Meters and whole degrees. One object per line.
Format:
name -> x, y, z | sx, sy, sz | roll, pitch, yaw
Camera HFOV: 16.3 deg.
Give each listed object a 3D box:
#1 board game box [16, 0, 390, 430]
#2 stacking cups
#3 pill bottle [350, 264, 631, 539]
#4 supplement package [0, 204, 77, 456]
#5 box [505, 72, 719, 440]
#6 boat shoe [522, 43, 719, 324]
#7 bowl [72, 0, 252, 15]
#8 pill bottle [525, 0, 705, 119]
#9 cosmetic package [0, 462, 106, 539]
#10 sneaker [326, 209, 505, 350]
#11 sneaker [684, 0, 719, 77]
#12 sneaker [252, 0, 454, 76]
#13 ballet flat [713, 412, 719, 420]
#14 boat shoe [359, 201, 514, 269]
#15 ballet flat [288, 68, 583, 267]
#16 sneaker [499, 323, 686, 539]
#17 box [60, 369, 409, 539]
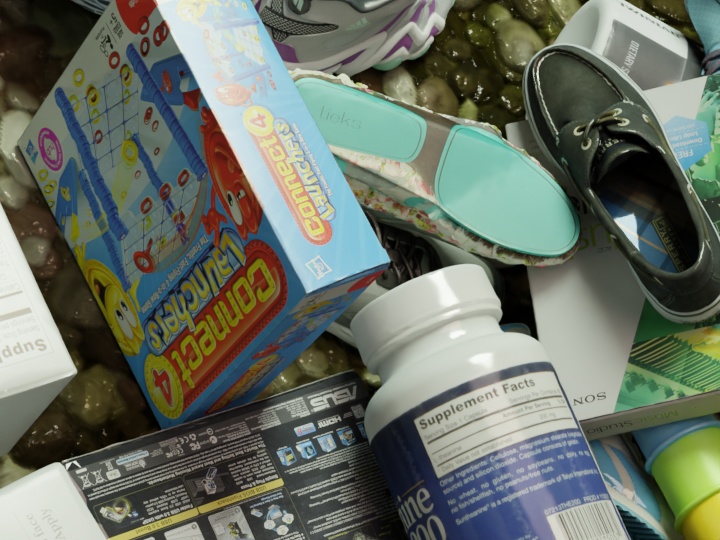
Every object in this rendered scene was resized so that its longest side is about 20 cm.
board game box -> -0.090, -0.038, 1.350 | 0.056, 0.200, 0.196 | -19, 75, -34
stacking cups -> 0.175, 0.089, 1.447 | 0.060, 0.061, 0.200 | -11, 57, -33
pill bottle -> 0.068, 0.104, 1.365 | 0.111, 0.111, 0.201 | -13, 71, -33
supplement package -> -0.251, 0.003, 1.289 | 0.117, 0.117, 0.201 | -17, 74, -35
box -> 0.167, -0.009, 1.445 | 0.144, 0.036, 0.201 | -14, 64, 12
boat shoe -> 0.150, -0.060, 1.422 | 0.068, 0.057, 0.200 | -32, 61, 2
bowl -> -0.109, -0.202, 1.472 | 0.200, 0.095, 0.201 | -10, 37, 8
pill bottle -> 0.214, -0.087, 1.604 | 0.199, 0.106, 0.107 | 27, 55, -14
cosmetic package -> -0.203, 0.224, 1.168 | 0.200, 0.165, 0.165 | -25, 78, -37
sneaker -> 0.000, 0.000, 1.456 | 0.199, 0.079, 0.074 | 10, 61, -27
sneaker -> 0.238, -0.098, 1.510 | 0.095, 0.079, 0.201 | -18, 70, -23
sneaker -> 0.022, -0.179, 1.515 | 0.078, 0.140, 0.200 | 53, 44, 4
ballet flat -> 0.203, 0.093, 1.502 | 0.200, 0.068, 0.075 | 36, 44, 20
boat shoe -> 0.027, -0.061, 1.511 | 0.201, 0.065, 0.075 | 22, 56, -17
ballet flat -> 0.033, -0.058, 1.441 | 0.199, 0.064, 0.076 | 27, 72, -7
sneaker -> 0.136, 0.113, 1.474 | 0.200, 0.076, 0.081 | 43, 51, -5
box -> -0.055, 0.155, 1.362 | 0.199, 0.049, 0.162 | -17, 72, -35
